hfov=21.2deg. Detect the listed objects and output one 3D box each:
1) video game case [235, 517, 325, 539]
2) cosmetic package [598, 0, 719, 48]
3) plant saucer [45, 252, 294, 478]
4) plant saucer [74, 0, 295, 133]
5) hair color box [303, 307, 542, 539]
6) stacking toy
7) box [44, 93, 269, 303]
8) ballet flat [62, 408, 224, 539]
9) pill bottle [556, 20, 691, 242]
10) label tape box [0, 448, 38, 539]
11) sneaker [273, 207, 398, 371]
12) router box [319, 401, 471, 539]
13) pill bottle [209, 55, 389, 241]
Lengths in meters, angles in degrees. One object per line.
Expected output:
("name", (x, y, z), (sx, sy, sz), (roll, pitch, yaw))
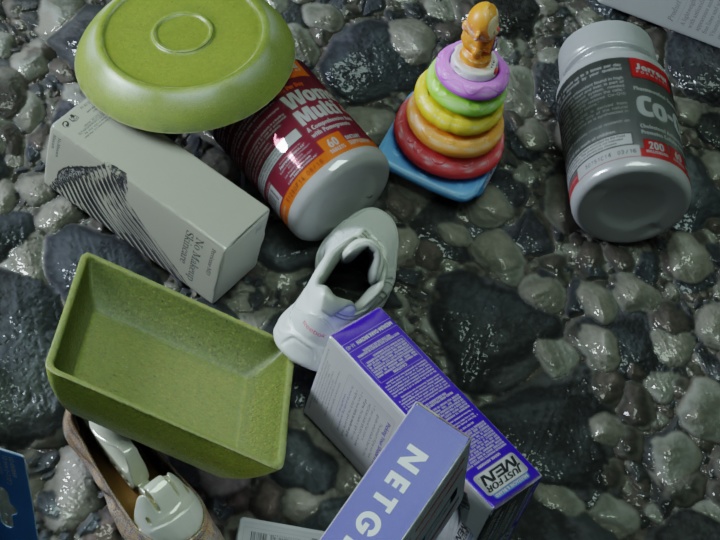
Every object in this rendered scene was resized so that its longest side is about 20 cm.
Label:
("video game case", (-0.036, 0.291, 1.487), (0.142, 0.018, 0.201), (11, 50, -6))
("cosmetic package", (0.379, -0.352, 2.018), (0.199, 0.165, 0.165), (22, 49, 2))
("plant saucer", (-0.155, 0.087, 1.551), (0.199, 0.048, 0.200), (24, 25, -10))
("plant saucer", (-0.158, -0.203, 1.722), (0.199, 0.031, 0.201), (-1, 48, 1))
("hair color box", (0.048, 0.140, 1.571), (0.065, 0.110, 0.200), (-27, 63, -33))
("stacking toy", (0.096, -0.171, 1.774), (0.109, 0.200, 0.116), (24, 49, 6))
("box", (-0.181, -0.066, 1.696), (0.200, 0.082, 0.068), (35, 51, 15))
("ballet flat", (-0.173, 0.169, 1.516), (0.068, 0.067, 0.200), (-34, 66, -24))
("pill bottle", (0.247, -0.137, 1.843), (0.113, 0.114, 0.201), (5, 51, -11))
("label tape box", (-0.334, 0.173, 1.368), (0.199, 0.144, 0.066), (13, 48, 10))
("sneaker", (0.000, 0.000, 1.665), (0.078, 0.099, 0.200), (33, 40, -5))
("router box", (0.005, 0.210, 1.395), (0.049, 0.180, 0.200), (32, 73, 12))
("pill bottle", (-0.072, -0.131, 1.757), (0.109, 0.110, 0.200), (-25, 62, -30))
